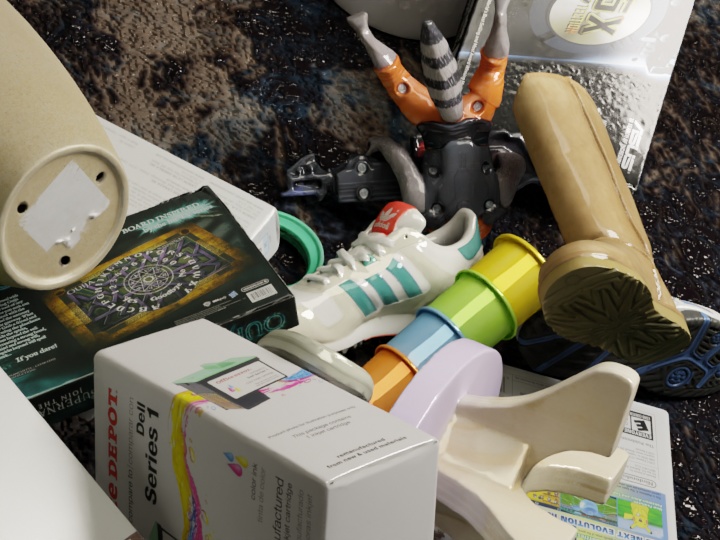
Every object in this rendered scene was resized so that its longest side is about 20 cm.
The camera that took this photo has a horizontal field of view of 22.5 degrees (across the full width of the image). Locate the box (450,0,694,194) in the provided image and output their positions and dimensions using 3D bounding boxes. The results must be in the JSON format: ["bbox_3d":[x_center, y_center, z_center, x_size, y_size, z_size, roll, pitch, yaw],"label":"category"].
[{"bbox_3d":[0.156,-0.170,1.410,0.163,0.086,0.201,20,79,-5],"label":"box"}]

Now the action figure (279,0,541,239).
[{"bbox_3d":[0.038,-0.088,1.291,0.199,0.194,0.105,-12,18,-3],"label":"action figure"}]

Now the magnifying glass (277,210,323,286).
[{"bbox_3d":[-0.102,0.012,1.229,0.080,0.022,0.200,41,47,18],"label":"magnifying glass"}]

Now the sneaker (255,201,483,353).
[{"bbox_3d":[0.001,0.000,1.220,0.199,0.094,0.070,-6,18,-32],"label":"sneaker"}]

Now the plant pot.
[{"bbox_3d":[-0.236,-0.074,1.093,0.187,0.188,0.200,-21,40,-38],"label":"plant pot"}]

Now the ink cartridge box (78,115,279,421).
[{"bbox_3d":[-0.173,0.002,1.185,0.160,0.047,0.200,28,58,19],"label":"ink cartridge box"}]

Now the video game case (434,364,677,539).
[{"bbox_3d":[0.114,0.139,1.198,0.199,0.022,0.183,16,43,-10],"label":"video game case"}]

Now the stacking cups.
[{"bbox_3d":[0.039,0.056,1.188,0.200,0.061,0.060,-38,67,-20],"label":"stacking cups"}]

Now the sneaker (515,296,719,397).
[{"bbox_3d":[0.195,0.037,1.297,0.199,0.076,0.077,13,31,-25],"label":"sneaker"}]

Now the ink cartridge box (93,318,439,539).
[{"bbox_3d":[-0.057,0.130,0.982,0.084,0.145,0.200,-16,28,-39],"label":"ink cartridge box"}]

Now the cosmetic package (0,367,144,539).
[{"bbox_3d":[-0.186,0.156,0.952,0.200,0.081,0.113,49,42,5],"label":"cosmetic package"}]

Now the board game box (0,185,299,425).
[{"bbox_3d":[-0.155,0.023,1.103,0.199,0.028,0.135,-21,41,-16],"label":"board game box"}]

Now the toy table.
[{"bbox_3d":[0.082,0.124,1.065,0.117,0.185,0.200,21,32,16],"label":"toy table"}]

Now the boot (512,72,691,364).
[{"bbox_3d":[0.140,-0.047,1.205,0.175,0.066,0.201,36,32,-56],"label":"boot"}]

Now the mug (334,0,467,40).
[{"bbox_3d":[0.035,-0.303,1.497,0.199,0.176,0.148,-9,51,-31],"label":"mug"}]

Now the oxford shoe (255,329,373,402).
[{"bbox_3d":[-0.046,0.080,1.077,0.075,0.200,0.058,35,69,-10],"label":"oxford shoe"}]
